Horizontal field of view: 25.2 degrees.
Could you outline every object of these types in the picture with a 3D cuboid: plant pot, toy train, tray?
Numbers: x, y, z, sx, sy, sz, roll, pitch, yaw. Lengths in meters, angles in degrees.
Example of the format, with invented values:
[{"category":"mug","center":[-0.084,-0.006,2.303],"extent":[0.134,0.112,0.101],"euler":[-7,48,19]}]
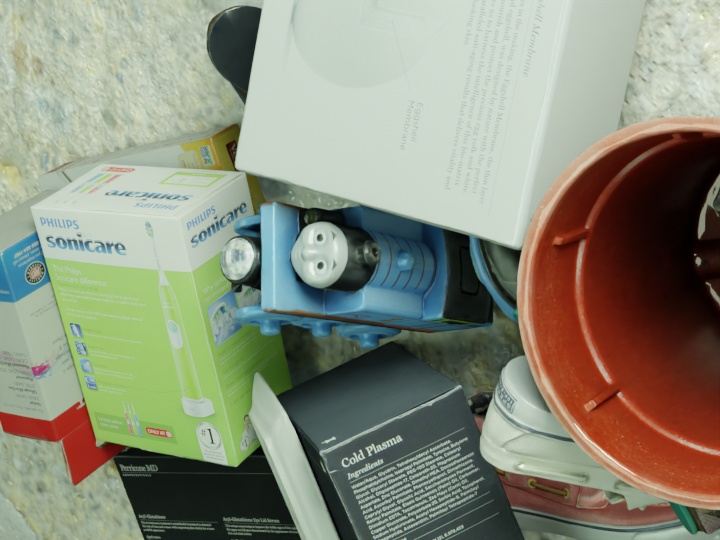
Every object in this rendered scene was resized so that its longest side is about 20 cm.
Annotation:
[{"category":"plant pot","center":[0.217,0.004,0.886],"extent":[0.199,0.195,0.203],"euler":[8,105,30]},{"category":"toy train","center":[0.000,0.000,1.064],"extent":[0.114,0.199,0.088],"euler":[-10,77,37]},{"category":"tray","center":[-0.035,0.176,1.145],"extent":[0.107,0.022,0.201],"euler":[-136,24,-71]}]

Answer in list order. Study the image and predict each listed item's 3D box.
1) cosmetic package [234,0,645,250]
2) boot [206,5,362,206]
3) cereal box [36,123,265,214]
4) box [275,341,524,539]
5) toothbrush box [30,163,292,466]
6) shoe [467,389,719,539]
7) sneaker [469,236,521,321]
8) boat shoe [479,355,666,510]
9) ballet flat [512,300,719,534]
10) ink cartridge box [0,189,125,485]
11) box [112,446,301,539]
[{"category":"cosmetic package","center":[0.053,-0.135,0.967],"extent":[0.199,0.123,0.201],"euler":[18,102,30]},{"category":"boot","center":[-0.027,-0.113,1.119],"extent":[0.200,0.097,0.075],"euler":[43,90,-17]},{"category":"cereal box","center":[-0.153,-0.027,1.259],"extent":[0.199,0.039,0.145],"euler":[-9,108,39]},{"category":"box","center":[0.033,0.163,1.110],"extent":[0.183,0.103,0.200],"euler":[67,171,-11]},{"category":"toothbrush box","center":[-0.143,0.031,1.199],"extent":[0.145,0.086,0.202],"euler":[5,119,35]},{"category":"shoe","center":[0.155,0.128,1.089],"extent":[0.199,0.071,0.092],"euler":[0,117,41]},{"category":"sneaker","center":[0.143,0.017,1.056],"extent":[0.083,0.071,0.200],"euler":[-42,84,23]},{"category":"boat shoe","center":[0.163,0.104,0.937],"extent":[0.198,0.071,0.070],"euler":[9,125,-19]},{"category":"ballet flat","center":[0.176,0.073,0.994],"extent":[0.071,0.069,0.200],"euler":[-40,101,-2]},{"category":"ink cartridge box","center":[-0.235,0.052,1.258],"extent":[0.067,0.116,0.202],"euler":[5,117,35]},{"category":"box","center":[-0.087,0.193,1.296],"extent":[0.199,0.079,0.142],"euler":[-5,112,38]}]
